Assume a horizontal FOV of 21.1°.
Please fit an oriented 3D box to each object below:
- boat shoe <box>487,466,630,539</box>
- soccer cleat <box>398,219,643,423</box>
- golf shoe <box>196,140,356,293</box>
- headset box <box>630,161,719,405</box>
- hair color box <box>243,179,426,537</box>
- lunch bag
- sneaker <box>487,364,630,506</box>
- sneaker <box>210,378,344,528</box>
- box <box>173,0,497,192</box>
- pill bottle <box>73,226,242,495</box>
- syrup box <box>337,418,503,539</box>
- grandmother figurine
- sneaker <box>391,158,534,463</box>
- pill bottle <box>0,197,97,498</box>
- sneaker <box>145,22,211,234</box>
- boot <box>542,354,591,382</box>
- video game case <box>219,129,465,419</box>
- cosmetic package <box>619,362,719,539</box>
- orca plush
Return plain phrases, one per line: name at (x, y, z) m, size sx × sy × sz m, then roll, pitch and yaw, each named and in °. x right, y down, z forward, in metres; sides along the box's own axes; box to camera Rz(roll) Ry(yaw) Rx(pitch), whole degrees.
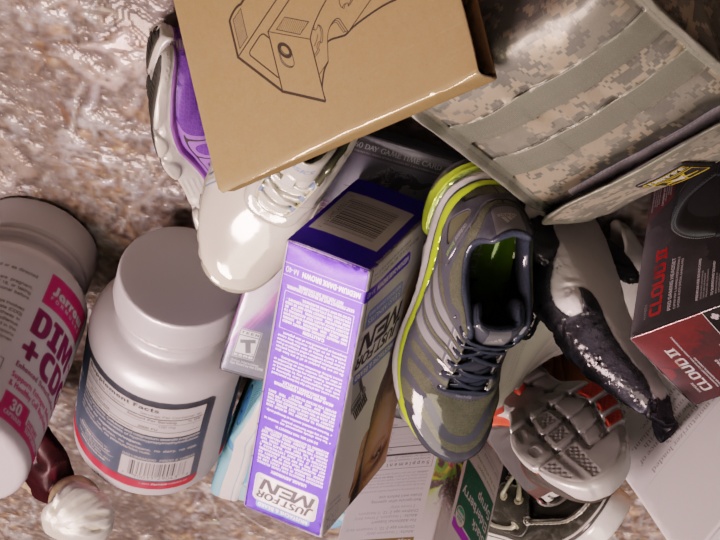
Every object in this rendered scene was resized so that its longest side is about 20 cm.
boat shoe at (0.127, 0.175, 1.459) m, size 0.064 × 0.071 × 0.200 m, roll 43°, pitch 158°, yaw -16°
soccer cleat at (0.107, 0.036, 1.297) m, size 0.199 × 0.069 × 0.078 m, roll -28°, pitch 113°, yaw -8°
golf shoe at (-0.047, -0.067, 1.191) m, size 0.078 × 0.097 × 0.201 m, roll 25°, pitch 107°, yaw -8°
headset box at (0.255, -0.017, 1.175) m, size 0.199 × 0.149 × 0.077 m, roll -22°, pitch 127°, yaw 37°
hair color box at (-0.013, 0.056, 1.245) m, size 0.064 × 0.109 × 0.201 m, roll 21°, pitch 121°, yaw 16°
lunch bag at (0.149, -0.110, 1.130) m, size 0.164 × 0.118 × 0.200 m, roll -28°, pitch 132°, yaw 35°
sneaker at (0.135, 0.121, 1.294) m, size 0.077 × 0.200 × 0.082 m, roll -26°, pitch 110°, yaw -8°
sneaker at (-0.035, 0.131, 1.495) m, size 0.130 × 0.080 × 0.200 m, roll 20°, pitch 149°, yaw -4°
box at (-0.023, -0.153, 1.115) m, size 0.199 × 0.165 × 0.021 m, roll -20°, pitch 167°, yaw 35°
pill bottle at (-0.143, 0.064, 1.417) m, size 0.119 × 0.120 × 0.201 m, roll 17°, pitch 140°, yaw -2°
syrup box at (0.050, 0.146, 1.386) m, size 0.081 × 0.201 × 0.079 m, roll -8°, pitch 134°, yaw 26°
grandmother figurine at (-0.251, 0.134, 1.492) m, size 0.200 × 0.060 × 0.122 m, roll 48°, pitch 164°, yaw 33°
sneaker at (0.067, 0.036, 1.199) m, size 0.073 × 0.081 × 0.201 m, roll -4°, pitch 117°, yaw -15°
pill bottle at (-0.260, 0.052, 1.376) m, size 0.113 × 0.201 × 0.114 m, roll 9°, pitch 140°, yaw 7°
sneaker at (-0.087, -0.091, 1.274) m, size 0.083 × 0.081 × 0.200 m, roll -14°, pitch 141°, yaw 7°
boot at (0.192, 0.118, 1.414) m, size 0.154 × 0.074 × 0.201 m, roll -3°, pitch 126°, yaw 20°
video game case at (0.000, 0.000, 1.294) m, size 0.142 × 0.019 × 0.201 m, roll 15°, pitch 119°, yaw -8°
cosmetic package at (0.282, 0.121, 1.245) m, size 0.165 × 0.200 × 0.165 m, roll 35°, pitch 101°, yaw -22°
orca plush at (0.135, 0.027, 1.240) m, size 0.071 × 0.105 × 0.201 m, roll -39°, pitch 78°, yaw 32°
